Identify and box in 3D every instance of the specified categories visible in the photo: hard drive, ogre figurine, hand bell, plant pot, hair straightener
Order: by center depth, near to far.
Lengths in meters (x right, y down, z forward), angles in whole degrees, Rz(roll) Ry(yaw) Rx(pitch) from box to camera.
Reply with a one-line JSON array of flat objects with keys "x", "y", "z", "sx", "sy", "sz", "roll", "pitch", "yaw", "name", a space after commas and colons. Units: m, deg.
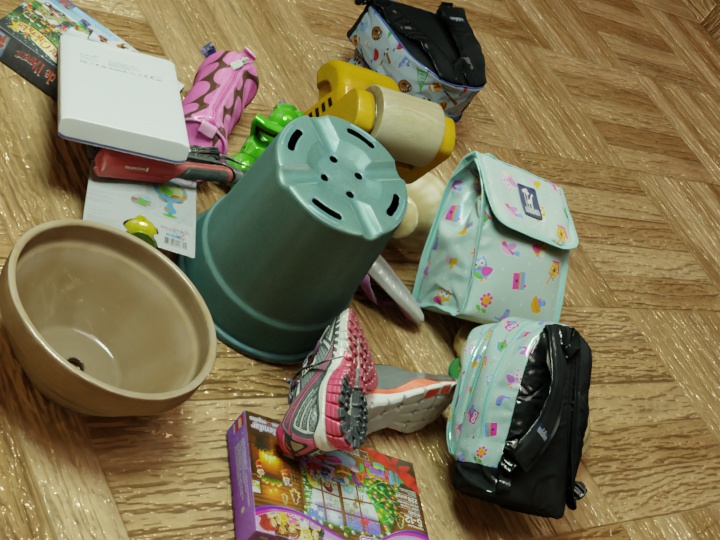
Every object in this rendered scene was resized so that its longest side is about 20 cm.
[{"x": -0.234, "y": 0.058, "z": 1.098, "sx": 0.200, "sy": 0.093, "sz": 0.202, "roll": 27, "pitch": 35, "yaw": -20, "name": "plant pot"}, {"x": -0.060, "y": -0.041, "z": 1.274, "sx": 0.199, "sy": 0.196, "sz": 0.202, "roll": 19, "pitch": 48, "yaw": -22, "name": "plant pot"}, {"x": -0.254, "y": -0.184, "z": 1.320, "sx": 0.131, "sy": 0.026, "sz": 0.201, "roll": 12, "pitch": 30, "yaw": -21, "name": "hard drive"}, {"x": -0.195, "y": -0.126, "z": 1.324, "sx": 0.198, "sy": 0.041, "sz": 0.077, "roll": -1, "pitch": 35, "yaw": -29, "name": "hair straightener"}, {"x": -0.084, "y": -0.128, "z": 1.479, "sx": 0.119, "sy": 0.098, "sz": 0.201, "roll": 36, "pitch": 75, "yaw": 3, "name": "ogre figurine"}, {"x": 0.031, "y": -0.062, "z": 1.491, "sx": 0.104, "sy": 0.104, "sz": 0.200, "roll": 46, "pitch": 23, "yaw": 11, "name": "hand bell"}]

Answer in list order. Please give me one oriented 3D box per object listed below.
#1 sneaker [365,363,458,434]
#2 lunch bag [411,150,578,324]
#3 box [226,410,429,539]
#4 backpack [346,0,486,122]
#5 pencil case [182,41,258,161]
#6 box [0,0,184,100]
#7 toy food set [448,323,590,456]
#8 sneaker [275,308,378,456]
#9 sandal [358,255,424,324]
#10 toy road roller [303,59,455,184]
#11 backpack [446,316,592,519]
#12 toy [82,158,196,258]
[{"x": 0.027, "y": 0.122, "z": 1.318, "sx": 0.199, "sy": 0.077, "sz": 0.082, "roll": 0, "pitch": 42, "yaw": -47, "name": "sneaker"}, {"x": 0.173, "y": -0.031, "z": 1.531, "sx": 0.169, "sy": 0.202, "sz": 0.121, "roll": 16, "pitch": -3, "yaw": -37, "name": "lunch bag"}, {"x": -0.027, "y": 0.219, "z": 1.167, "sx": 0.199, "sy": 0.039, "sz": 0.138, "roll": 21, "pitch": 36, "yaw": -28, "name": "box"}, {"x": 0.084, "y": -0.300, "z": 1.833, "sx": 0.199, "sy": 0.155, "sz": 0.191, "roll": -4, "pitch": 44, "yaw": -41, "name": "backpack"}, {"x": -0.175, "y": -0.188, "z": 1.467, "sx": 0.091, "sy": 0.093, "sz": 0.201, "roll": 43, "pitch": 30, "yaw": -22, "name": "pencil case"}, {"x": -0.313, "y": -0.234, "z": 1.433, "sx": 0.199, "sy": 0.038, "sz": 0.137, "roll": 36, "pitch": 31, "yaw": -8, "name": "box"}, {"x": 0.189, "y": 0.151, "z": 1.475, "sx": 0.199, "sy": 0.049, "sz": 0.199, "roll": 34, "pitch": 32, "yaw": -11, "name": "toy food set"}, {"x": -0.032, "y": 0.103, "z": 1.202, "sx": 0.200, "sy": 0.074, "sz": 0.081, "roll": -71, "pitch": 143, "yaw": -63, "name": "sneaker"}, {"x": -0.001, "y": -0.003, "z": 1.462, "sx": 0.203, "sy": 0.050, "sz": 0.083, "roll": 47, "pitch": 11, "yaw": -24, "name": "sandal"}, {"x": 0.008, "y": -0.171, "z": 1.375, "sx": 0.122, "sy": 0.200, "sz": 0.148, "roll": 12, "pitch": 69, "yaw": -28, "name": "toy road roller"}, {"x": 0.169, "y": 0.148, "z": 1.319, "sx": 0.166, "sy": 0.126, "sz": 0.202, "roll": 29, "pitch": 70, "yaw": -51, "name": "backpack"}, {"x": -0.231, "y": -0.070, "z": 1.298, "sx": 0.114, "sy": 0.048, "sz": 0.201, "roll": 16, "pitch": 27, "yaw": -17, "name": "toy"}]
